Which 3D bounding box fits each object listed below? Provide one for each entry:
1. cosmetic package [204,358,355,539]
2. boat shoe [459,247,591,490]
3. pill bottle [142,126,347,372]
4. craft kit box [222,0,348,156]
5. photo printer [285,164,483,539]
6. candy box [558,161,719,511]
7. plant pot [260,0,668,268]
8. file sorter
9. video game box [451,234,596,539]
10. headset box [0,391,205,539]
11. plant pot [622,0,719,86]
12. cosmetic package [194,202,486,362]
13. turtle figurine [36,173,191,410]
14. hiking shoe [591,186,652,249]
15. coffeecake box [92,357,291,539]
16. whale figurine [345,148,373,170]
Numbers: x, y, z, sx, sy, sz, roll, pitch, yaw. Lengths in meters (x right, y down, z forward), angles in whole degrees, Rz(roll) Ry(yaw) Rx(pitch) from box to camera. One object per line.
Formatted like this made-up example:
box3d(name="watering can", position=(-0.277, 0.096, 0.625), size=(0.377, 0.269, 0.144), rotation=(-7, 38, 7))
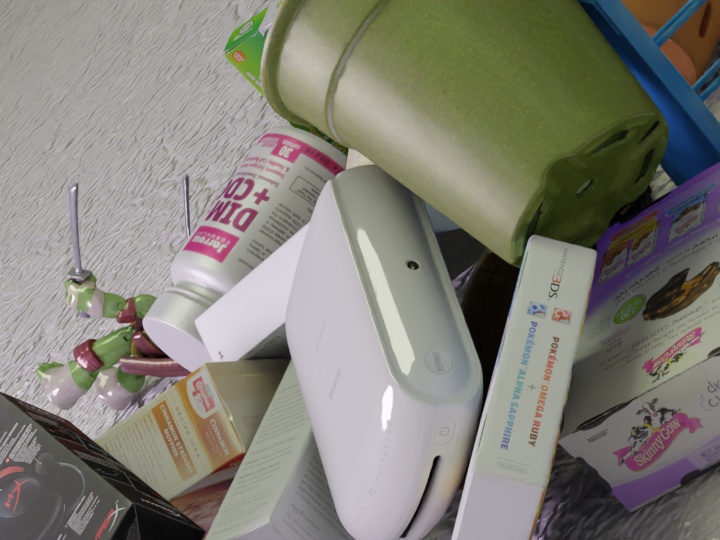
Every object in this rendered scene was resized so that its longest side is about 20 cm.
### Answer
box3d(name="cosmetic package", position=(-0.018, 0.133, 1.521), size=(0.074, 0.102, 0.200), rotation=(-25, 28, 40))
box3d(name="boat shoe", position=(0.088, 0.040, 1.462), size=(0.065, 0.071, 0.200), rotation=(-117, 48, -76))
box3d(name="pill bottle", position=(-0.084, -0.010, 1.861), size=(0.200, 0.113, 0.113), rotation=(-56, 23, -19))
box3d(name="craft kit box", position=(0.026, -0.164, 1.848), size=(0.197, 0.200, 0.049), rotation=(-32, 25, 30))
box3d(name="photo printer", position=(0.014, 0.061, 1.406), size=(0.167, 0.069, 0.200), rotation=(108, 151, -48))
box3d(name="candy box", position=(0.211, 0.023, 1.334), size=(0.168, 0.072, 0.200), rotation=(-32, 24, 33))
box3d(name="plant pot", position=(0.077, -0.105, 1.342), size=(0.200, 0.190, 0.200), rotation=(-34, -26, -20))
box3d(name="file sorter", position=(0.220, -0.148, 1.454), size=(0.123, 0.200, 0.139), rotation=(-45, 21, -6))
box3d(name="video game box", position=(0.083, 0.113, 1.284), size=(0.200, 0.047, 0.182), rotation=(100, -176, -46))
box3d(name="headset box", position=(-0.218, 0.184, 1.529), size=(0.200, 0.075, 0.149), rotation=(30, 90, 45))
box3d(name="plant pot", position=(0.189, -0.206, 1.660), size=(0.200, 0.200, 0.140), rotation=(-20, 50, 48))
box3d(name="cosmetic package", position=(0.000, 0.000, 1.592), size=(0.151, 0.052, 0.200), rotation=(-12, -21, -47))
box3d(name="turtle figurine", position=(-0.200, 0.025, 1.981), size=(0.194, 0.200, 0.144), rotation=(-44, 4, 30))
box3d(name="hiking shoe", position=(0.140, -0.028, 1.553), size=(0.101, 0.076, 0.200), rotation=(-31, 26, 26))
box3d(name="coffeecake box", position=(-0.124, 0.141, 1.634), size=(0.200, 0.073, 0.153), rotation=(-35, -18, 27))
box3d(name="whale figurine", position=(0.044, -0.091, 1.733), size=(0.159, 0.104, 0.200), rotation=(99, -179, -55))
